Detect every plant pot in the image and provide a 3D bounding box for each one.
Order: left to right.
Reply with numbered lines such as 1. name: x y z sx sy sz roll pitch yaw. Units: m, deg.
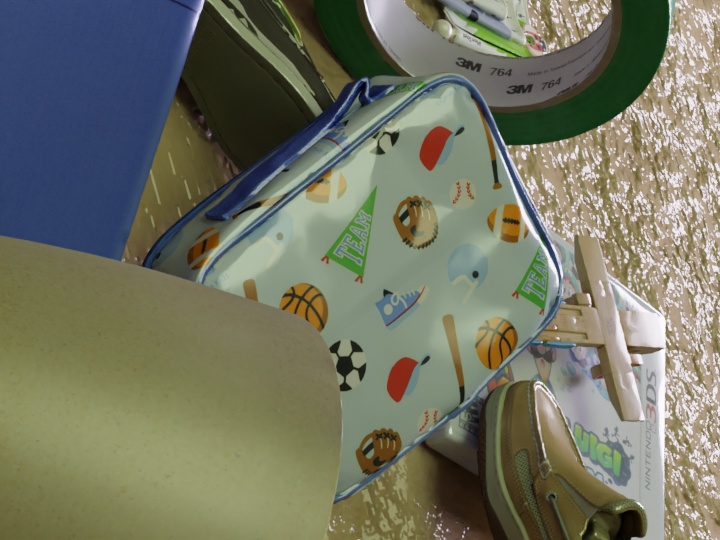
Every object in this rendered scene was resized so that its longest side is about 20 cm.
1. plant pot: -0.142 0.062 0.568 0.200 0.187 0.188 27 52 -28

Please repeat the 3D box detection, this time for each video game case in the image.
1. video game case: 0.119 0.062 0.974 0.200 0.024 0.183 33 49 -33

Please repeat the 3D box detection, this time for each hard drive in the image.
1. hard drive: -0.145 -0.051 0.656 0.132 0.025 0.201 20 86 -42

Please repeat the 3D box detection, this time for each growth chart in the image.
1. growth chart: 0.069 -0.221 1.066 0.144 0.018 0.201 10 63 -45

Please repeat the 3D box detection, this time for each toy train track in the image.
1. toy train track: 0.109 0.035 0.931 0.200 0.032 0.115 7 65 -49

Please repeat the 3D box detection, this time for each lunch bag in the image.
1. lunch bag: 0.000 0.000 0.772 0.200 0.075 0.161 -41 114 -25

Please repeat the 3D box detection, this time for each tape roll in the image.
1. tape roll: 0.074 -0.158 0.894 0.200 0.200 0.048 43 44 -26

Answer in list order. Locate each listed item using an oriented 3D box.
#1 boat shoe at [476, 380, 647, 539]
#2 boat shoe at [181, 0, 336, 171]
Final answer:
1. boat shoe: 0.114 0.135 0.829 0.072 0.076 0.200 31 38 -40
2. boat shoe: -0.059 -0.113 0.823 0.201 0.072 0.061 50 46 -16
